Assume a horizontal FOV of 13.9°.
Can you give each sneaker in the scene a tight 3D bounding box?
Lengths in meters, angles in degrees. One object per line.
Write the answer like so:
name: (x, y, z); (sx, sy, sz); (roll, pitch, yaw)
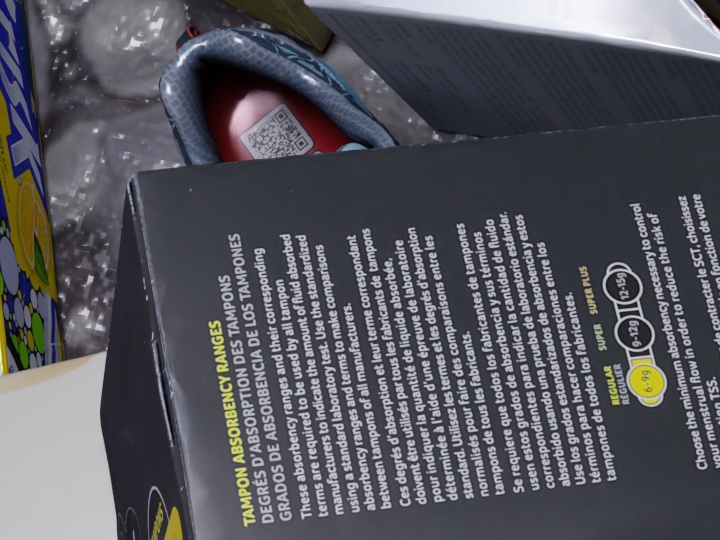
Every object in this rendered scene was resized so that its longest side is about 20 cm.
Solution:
sneaker: (0.000, 0.000, 0.941); (0.079, 0.096, 0.200); (-45, 71, 2)

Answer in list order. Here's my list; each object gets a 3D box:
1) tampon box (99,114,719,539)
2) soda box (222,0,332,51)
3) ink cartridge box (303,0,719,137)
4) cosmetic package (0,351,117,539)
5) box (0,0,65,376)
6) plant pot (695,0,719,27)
tampon box: (0.039, 0.053, 0.795); (0.200, 0.150, 0.126); (-6, 63, -11)
soda box: (-0.087, -0.152, 1.012); (0.200, 0.068, 0.064); (28, 85, 18)
ink cartridge box: (0.099, -0.068, 0.897); (0.200, 0.160, 0.047); (8, 81, 16)
cosmetic package: (-0.105, 0.086, 0.940); (0.200, 0.105, 0.071); (-12, 58, 10)
box: (-0.147, -0.039, 1.001); (0.064, 0.070, 0.200); (-10, 75, 11)
plant pot: (0.100, -0.192, 0.911); (0.200, 0.200, 0.180); (34, 93, 17)
